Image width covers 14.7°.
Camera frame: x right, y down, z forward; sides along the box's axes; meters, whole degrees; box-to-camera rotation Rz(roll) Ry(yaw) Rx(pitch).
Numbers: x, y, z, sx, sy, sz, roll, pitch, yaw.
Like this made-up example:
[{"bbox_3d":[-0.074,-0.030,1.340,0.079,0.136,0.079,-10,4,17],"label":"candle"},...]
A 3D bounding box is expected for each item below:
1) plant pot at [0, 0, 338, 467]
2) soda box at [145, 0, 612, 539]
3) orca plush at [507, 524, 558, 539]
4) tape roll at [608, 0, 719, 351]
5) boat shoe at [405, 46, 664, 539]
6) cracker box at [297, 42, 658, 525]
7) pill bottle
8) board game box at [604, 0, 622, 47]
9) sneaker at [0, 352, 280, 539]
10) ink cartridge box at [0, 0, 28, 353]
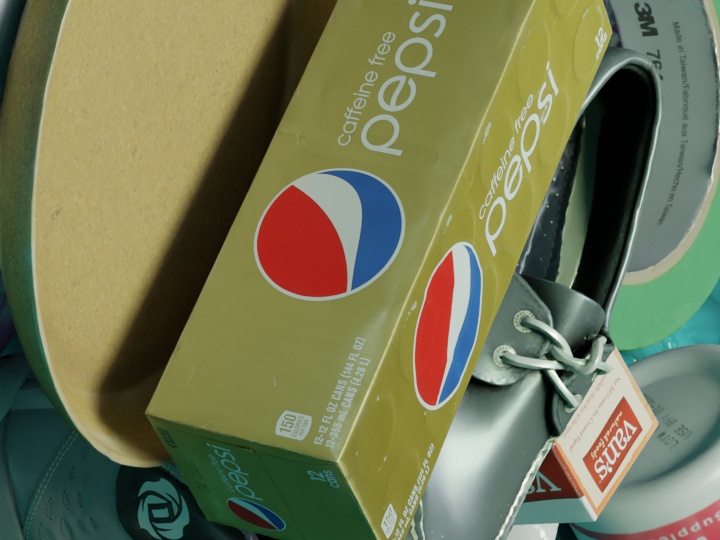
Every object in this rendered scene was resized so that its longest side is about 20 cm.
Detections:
[{"bbox_3d":[-0.051,-0.045,0.797,0.200,0.027,0.202,13,90,-68],"label":"plant pot"},{"bbox_3d":[0.010,-0.018,0.837,0.068,0.064,0.201,66,41,-54],"label":"soda box"},{"bbox_3d":[0.029,0.106,1.102,0.104,0.071,0.201,6,54,-11],"label":"orca plush"},{"bbox_3d":[0.086,-0.069,1.096,0.200,0.048,0.202,2,88,-51],"label":"tape roll"},{"bbox_3d":[0.048,0.014,0.887,0.073,0.062,0.201,37,60,-37],"label":"boat shoe"},{"bbox_3d":[0.000,0.000,0.980,0.058,0.133,0.201,-52,121,-38],"label":"cracker box"},{"bbox_3d":[0.170,0.140,1.246,0.201,0.108,0.109,59,36,-28],"label":"pill bottle"},{"bbox_3d":[0.160,-0.113,1.261,0.200,0.026,0.200,-52,145,-12],"label":"board game box"},{"bbox_3d":[-0.047,0.115,0.887,0.075,0.115,0.201,-52,127,-48],"label":"sneaker"},{"bbox_3d":[-0.109,-0.047,0.814,0.200,0.043,0.197,-60,170,-47],"label":"ink cartridge box"}]
